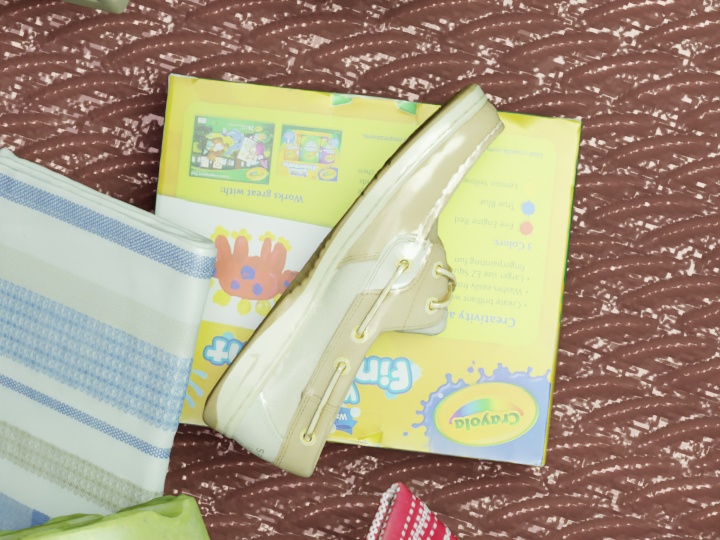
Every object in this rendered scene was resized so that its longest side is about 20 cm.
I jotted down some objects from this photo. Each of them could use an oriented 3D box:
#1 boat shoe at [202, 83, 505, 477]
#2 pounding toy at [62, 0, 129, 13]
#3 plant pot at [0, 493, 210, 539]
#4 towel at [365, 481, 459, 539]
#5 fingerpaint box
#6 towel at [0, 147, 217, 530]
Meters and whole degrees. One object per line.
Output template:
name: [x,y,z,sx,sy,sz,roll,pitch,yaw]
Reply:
boat shoe: [0.010,0.007,1.352,0.069,0.074,0.200,37,101,0]
pounding toy: [-0.181,-0.201,1.391,0.183,0.142,0.201,15,77,20]
plant pot: [-0.118,0.202,1.312,0.199,0.200,0.185,-13,88,2]
towel: [0.050,0.211,1.365,0.022,0.200,0.145,-7,49,39]
fingerpaint box: [0.000,0.000,1.422,0.199,0.073,0.168,6,90,4]
towel: [-0.143,0.056,1.405,0.146,0.024,0.201,21,106,30]
